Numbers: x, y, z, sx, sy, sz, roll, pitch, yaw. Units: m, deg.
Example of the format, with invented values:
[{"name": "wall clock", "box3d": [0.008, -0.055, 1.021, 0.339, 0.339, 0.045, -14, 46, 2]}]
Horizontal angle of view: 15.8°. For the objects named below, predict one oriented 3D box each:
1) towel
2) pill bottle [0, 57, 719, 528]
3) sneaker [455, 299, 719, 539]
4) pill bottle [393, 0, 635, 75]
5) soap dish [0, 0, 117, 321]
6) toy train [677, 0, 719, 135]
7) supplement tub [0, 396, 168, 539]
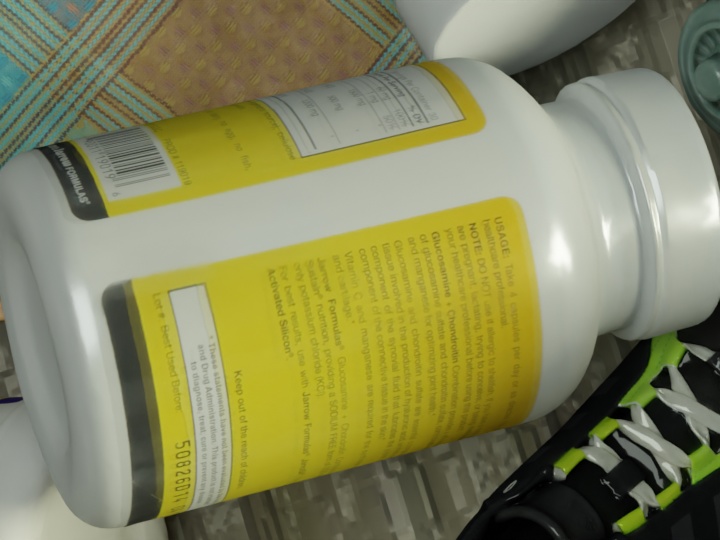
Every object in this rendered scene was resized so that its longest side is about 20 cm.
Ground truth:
[{"name": "towel", "box3d": [-0.061, -0.067, 0.822, 0.200, 0.022, 0.147, 39, 74, -8]}, {"name": "pill bottle", "box3d": [0.000, 0.000, 0.760, 0.200, 0.112, 0.112, -13, 80, -15]}, {"name": "sneaker", "box3d": [0.081, 0.077, 0.795, 0.072, 0.083, 0.200, 41, 97, 16]}, {"name": "pill bottle", "box3d": [0.014, -0.164, 0.816, 0.111, 0.111, 0.200, -31, 71, 12]}, {"name": "soap dish", "box3d": [-0.153, -0.079, 0.863, 0.157, 0.081, 0.200, -3, 84, -5]}, {"name": "toy train", "box3d": [0.174, -0.036, 0.757, 0.200, 0.085, 0.114, 63, 145, 11]}, {"name": "supplement tub", "box3d": [-0.175, 0.114, 0.836, 0.200, 0.145, 0.145, -2, 84, 17]}]
